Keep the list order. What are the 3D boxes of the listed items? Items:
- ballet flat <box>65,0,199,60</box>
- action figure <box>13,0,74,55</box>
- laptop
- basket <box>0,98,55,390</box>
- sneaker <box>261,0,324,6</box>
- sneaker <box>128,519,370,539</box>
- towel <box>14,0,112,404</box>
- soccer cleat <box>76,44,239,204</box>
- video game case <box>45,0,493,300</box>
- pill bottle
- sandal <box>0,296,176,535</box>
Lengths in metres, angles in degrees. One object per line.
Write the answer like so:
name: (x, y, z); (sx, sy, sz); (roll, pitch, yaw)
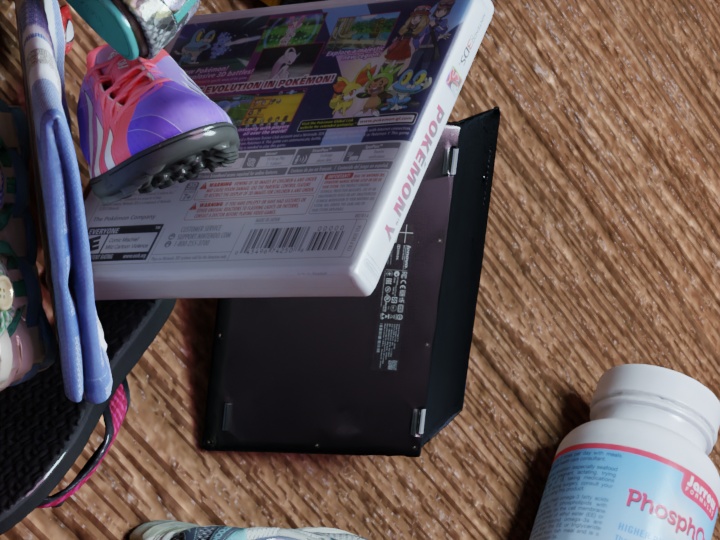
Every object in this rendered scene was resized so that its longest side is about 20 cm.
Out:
ballet flat: (-0.145, -0.171, 1.114); (0.072, 0.200, 0.072); (-39, 152, -26)
action figure: (-0.137, -0.203, 1.207); (0.099, 0.065, 0.201); (8, 79, -39)
laptop: (0.000, 0.000, 1.344); (0.199, 0.116, 0.188); (3, 100, -21)
basket: (-0.233, -0.010, 1.020); (0.199, 0.139, 0.177); (-8, 92, -47)
sneaker: (-0.030, -0.189, 1.325); (0.200, 0.070, 0.091); (24, 71, -43)
sneaker: (-0.031, 0.174, 1.264); (0.199, 0.086, 0.078); (9, 79, -47)
towel: (-0.139, -0.043, 1.098); (0.024, 0.200, 0.148); (-7, 116, -8)
soccer cleat: (-0.103, -0.074, 1.106); (0.068, 0.200, 0.074); (-18, 95, -9)
video game case: (-0.046, -0.063, 1.193); (0.023, 0.199, 0.183); (51, 51, -39)
pill bottle: (0.161, 0.164, 1.468); (0.109, 0.108, 0.201); (42, 56, -37)
sandal: (-0.145, 0.075, 1.163); (0.200, 0.075, 0.045); (-55, 135, -40)
